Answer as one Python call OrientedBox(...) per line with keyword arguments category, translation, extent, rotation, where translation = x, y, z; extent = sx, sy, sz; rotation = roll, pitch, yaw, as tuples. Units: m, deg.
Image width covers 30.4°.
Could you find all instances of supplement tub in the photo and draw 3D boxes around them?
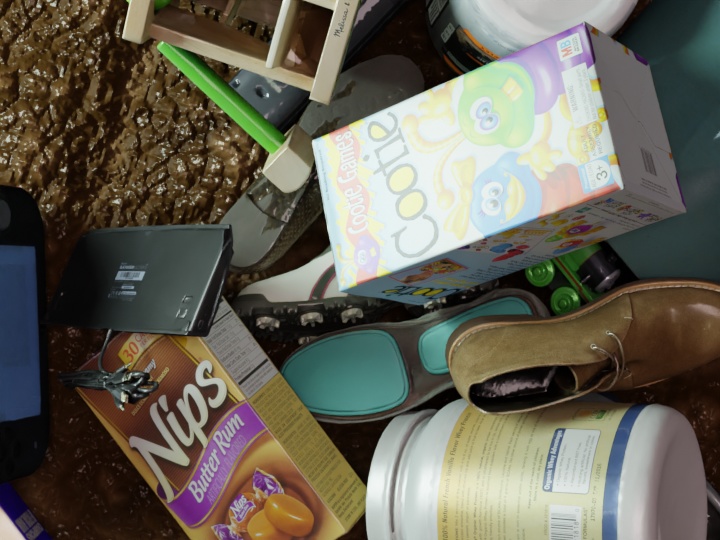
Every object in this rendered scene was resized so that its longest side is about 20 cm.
OrientedBox(category="supplement tub", translation=(0.116, 0.158, 0.878), extent=(0.197, 0.144, 0.147), rotation=(0, 88, 29))
OrientedBox(category="supplement tub", translation=(0.109, -0.189, 0.892), extent=(0.120, 0.200, 0.125), rotation=(0, 89, -4))

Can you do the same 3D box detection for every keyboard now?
OrientedBox(category="keyboard", translation=(-0.156, 0.030, 0.876), extent=(0.020, 0.199, 0.129), rotation=(32, 71, -34))

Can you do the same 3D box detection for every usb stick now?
OrientedBox(category="usb stick", translation=(-0.018, -0.179, 0.967), extent=(0.055, 0.033, 0.200), rotation=(44, 87, -3))

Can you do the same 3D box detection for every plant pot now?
OrientedBox(category="plant pot", translation=(0.225, -0.079, 0.908), extent=(0.160, 0.201, 0.201), rotation=(-40, 92, 11))

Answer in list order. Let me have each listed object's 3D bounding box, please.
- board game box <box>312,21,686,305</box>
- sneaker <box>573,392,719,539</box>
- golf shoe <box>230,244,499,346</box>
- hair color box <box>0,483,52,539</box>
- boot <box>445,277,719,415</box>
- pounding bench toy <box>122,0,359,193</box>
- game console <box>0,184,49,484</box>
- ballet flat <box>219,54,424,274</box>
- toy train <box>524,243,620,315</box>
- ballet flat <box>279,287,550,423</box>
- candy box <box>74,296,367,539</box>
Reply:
OrientedBox(category="board game box", translation=(0.083, -0.059, 0.829), extent=(0.198, 0.104, 0.105), rotation=(-20, 73, 30))
OrientedBox(category="sneaker", translation=(0.195, 0.140, 0.950), extent=(0.199, 0.082, 0.071), rotation=(36, 88, -2))
OrientedBox(category="golf shoe", translation=(0.000, 0.000, 0.954), extent=(0.197, 0.077, 0.089), rotation=(-10, 72, -9))
OrientedBox(category="hair color box", translation=(-0.301, 0.175, 0.924), extent=(0.109, 0.065, 0.201), rotation=(-38, 93, -4))
OrientedBox(category="boot", translation=(0.156, 0.057, 0.847), extent=(0.197, 0.076, 0.075), rotation=(-11, 108, 0))
OrientedBox(category="pounding bench toy", translation=(-0.083, -0.167, 0.875), extent=(0.154, 0.124, 0.203), rotation=(17, 108, -3))
OrientedBox(category="game console", translation=(-0.254, 0.042, 0.875), extent=(0.031, 0.177, 0.204), rotation=(-3, 89, 9))
OrientedBox(category="ballet flat", translation=(-0.028, -0.074, 0.959), extent=(0.067, 0.046, 0.200), rotation=(40, 84, 15))
OrientedBox(category="toy train", translation=(0.112, -0.052, 0.944), extent=(0.056, 0.042, 0.201), rotation=(-44, 76, 26))
OrientedBox(category="ballet flat", translation=(0.041, 0.065, 0.930), extent=(0.197, 0.064, 0.068), rotation=(-16, 76, 13))
OrientedBox(category="candy box", translation=(-0.097, 0.116, 0.918), extent=(0.116, 0.056, 0.201), rotation=(-37, 90, 30))
